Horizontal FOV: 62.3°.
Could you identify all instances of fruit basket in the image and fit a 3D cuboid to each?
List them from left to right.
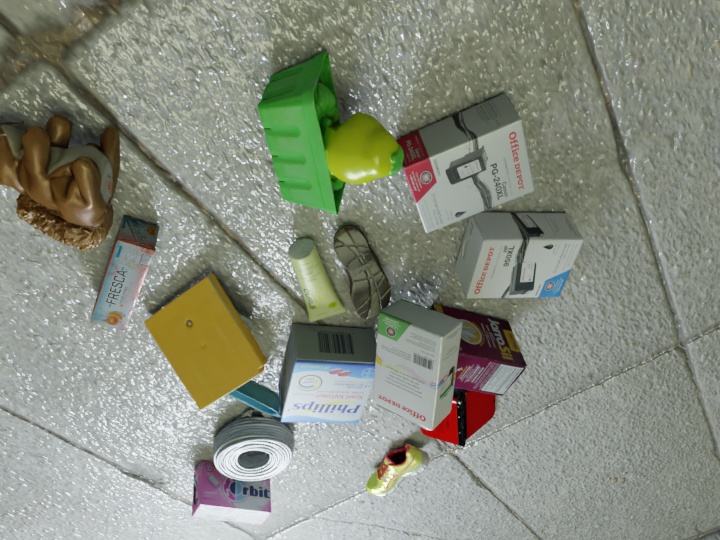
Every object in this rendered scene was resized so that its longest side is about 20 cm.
[{"bbox_3d":[-0.031,-0.190,0.860,0.210,0.158,0.219,5,135,5],"label":"fruit basket"}]

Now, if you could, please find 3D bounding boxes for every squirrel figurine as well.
[{"bbox_3d":[-0.456,-0.120,0.856,0.182,0.143,0.203,7,128,-9],"label":"squirrel figurine"}]

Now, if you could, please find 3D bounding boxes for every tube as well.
[{"bbox_3d":[-0.083,0.027,1.120,0.057,0.052,0.202,18,146,28],"label":"tube"}]

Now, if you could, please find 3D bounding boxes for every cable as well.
[{"bbox_3d":[-0.253,0.429,1.425,0.198,0.070,0.200,-34,129,18],"label":"cable"}]

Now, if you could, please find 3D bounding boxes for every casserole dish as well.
[{"bbox_3d":[-0.247,0.245,1.238,0.197,0.039,0.121,29,157,-13],"label":"casserole dish"}]

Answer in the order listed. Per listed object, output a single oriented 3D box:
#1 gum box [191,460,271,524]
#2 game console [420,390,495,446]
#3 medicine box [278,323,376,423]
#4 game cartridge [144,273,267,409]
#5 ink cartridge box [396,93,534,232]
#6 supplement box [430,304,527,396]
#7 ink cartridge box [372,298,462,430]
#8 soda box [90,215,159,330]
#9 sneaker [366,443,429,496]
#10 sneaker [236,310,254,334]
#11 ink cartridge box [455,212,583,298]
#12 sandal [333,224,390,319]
[{"bbox_3d":[-0.327,0.558,1.494,0.196,0.115,0.067,19,126,-26],"label":"gum box"},{"bbox_3d":[0.238,0.327,1.470,0.169,0.120,0.203,11,136,22],"label":"game console"},{"bbox_3d":[-0.070,0.221,1.256,0.178,0.104,0.203,5,129,-15],"label":"medicine box"},{"bbox_3d":[-0.286,0.135,1.107,0.174,0.032,0.202,-31,95,20],"label":"game cartridge"},{"bbox_3d":[0.172,-0.171,0.969,0.196,0.084,0.147,-21,132,8],"label":"ink cartridge box"},{"bbox_3d":[0.228,0.169,1.251,0.196,0.132,0.104,13,128,-23],"label":"supplement box"},{"bbox_3d":[0.106,0.179,1.145,0.083,0.143,0.205,-24,124,-49],"label":"ink cartridge box"},{"bbox_3d":[-0.405,0.008,1.021,0.062,0.069,0.201,17,125,-24],"label":"soda box"},{"bbox_3d":[0.082,0.520,1.580,0.199,0.079,0.090,-40,119,15],"label":"sneaker"},{"bbox_3d":[-0.288,0.153,1.177,0.199,0.076,0.080,-41,136,24],"label":"sneaker"},{"bbox_3d":[0.293,-0.027,1.122,0.195,0.085,0.147,-1,131,-10],"label":"ink cartridge box"},{"bbox_3d":[0.000,0.000,1.113,0.080,0.055,0.203,-24,117,3],"label":"sandal"}]
